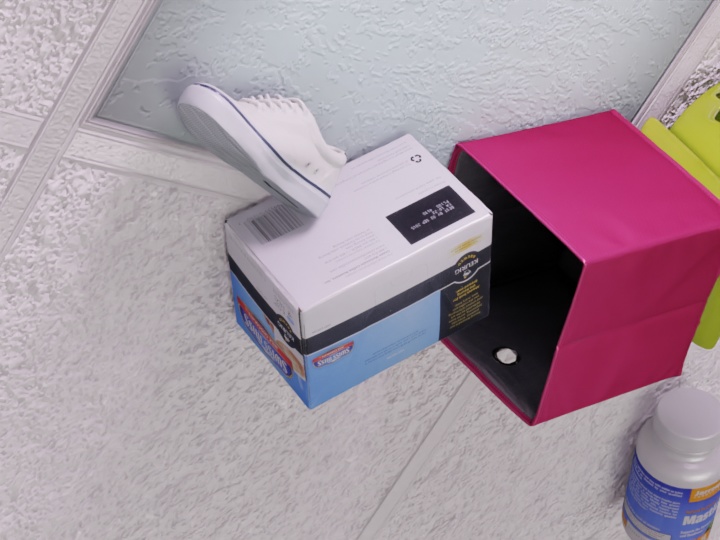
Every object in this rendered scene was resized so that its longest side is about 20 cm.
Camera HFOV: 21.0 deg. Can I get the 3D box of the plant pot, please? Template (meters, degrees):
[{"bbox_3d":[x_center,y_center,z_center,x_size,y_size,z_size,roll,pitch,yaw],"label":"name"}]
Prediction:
[{"bbox_3d":[0.362,-0.054,1.924,0.180,0.200,0.200,-19,142,-28],"label":"plant pot"}]

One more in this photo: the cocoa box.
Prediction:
[{"bbox_3d":[0.000,0.000,1.702,0.199,0.133,0.132,-27,141,-21],"label":"cocoa box"}]

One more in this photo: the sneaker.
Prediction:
[{"bbox_3d":[-0.079,-0.114,1.587,0.071,0.073,0.200,-63,146,-8],"label":"sneaker"}]

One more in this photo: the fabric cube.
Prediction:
[{"bbox_3d":[0.199,-0.006,1.831,0.198,0.196,0.201,-15,134,-35],"label":"fabric cube"}]

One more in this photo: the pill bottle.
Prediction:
[{"bbox_3d":[0.376,0.237,2.302,0.111,0.112,0.201,-22,140,-25],"label":"pill bottle"}]
